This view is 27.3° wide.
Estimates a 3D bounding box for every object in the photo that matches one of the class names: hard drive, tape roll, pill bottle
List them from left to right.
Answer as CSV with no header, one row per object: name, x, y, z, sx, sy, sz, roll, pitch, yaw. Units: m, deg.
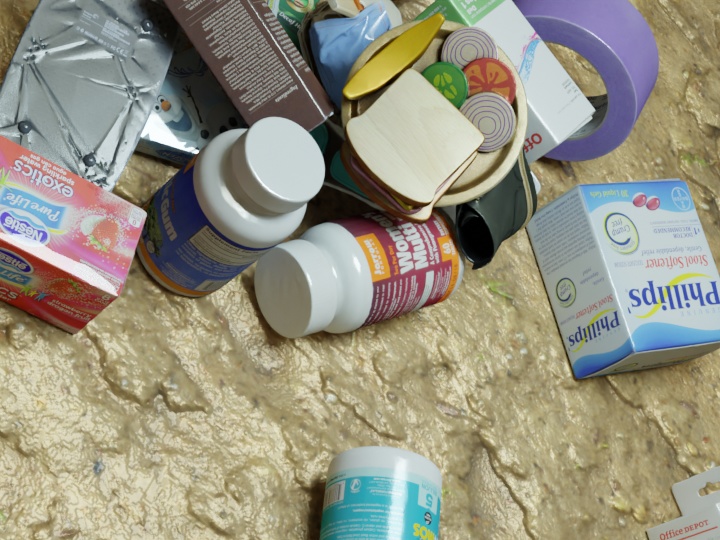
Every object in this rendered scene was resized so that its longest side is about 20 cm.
hard drive,-0.255,-0.174,1.364,0.134,0.042,0.201,27,67,-20
pill bottle,-0.118,-0.061,1.360,0.111,0.200,0.113,16,59,-29
pill bottle,0.000,0.000,1.475,0.199,0.109,0.110,-16,78,-39
pill bottle,0.015,0.271,1.354,0.110,0.111,0.201,21,58,-26
tape roll,0.233,-0.228,1.692,0.200,0.200,0.085,43,50,-11

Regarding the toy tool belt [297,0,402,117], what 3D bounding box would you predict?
toy tool belt,0.013,-0.195,1.521,0.123,0.124,0.201,-53,118,-81

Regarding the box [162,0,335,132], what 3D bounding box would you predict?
box,-0.109,-0.213,1.411,0.201,0.075,0.100,55,10,-6

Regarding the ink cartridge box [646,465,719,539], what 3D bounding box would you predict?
ink cartridge box,0.382,0.316,1.589,0.067,0.116,0.201,-4,70,-36

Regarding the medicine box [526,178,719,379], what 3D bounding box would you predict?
medicine box,0.311,0.009,1.696,0.181,0.103,0.201,-5,70,-37

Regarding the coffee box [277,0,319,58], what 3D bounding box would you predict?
coffee box,-0.072,-0.293,1.608,0.123,0.044,0.200,44,50,-9

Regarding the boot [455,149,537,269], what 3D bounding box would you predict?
boot,0.117,-0.114,1.496,0.201,0.077,0.138,65,31,-15

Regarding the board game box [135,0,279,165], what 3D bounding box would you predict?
board game box,-0.188,-0.211,1.458,0.198,0.043,0.201,17,71,-25

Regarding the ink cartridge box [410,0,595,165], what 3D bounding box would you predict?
ink cartridge box,0.132,-0.200,1.600,0.200,0.145,0.084,52,50,-3

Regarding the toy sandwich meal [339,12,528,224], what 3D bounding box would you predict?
toy sandwich meal,0.068,-0.152,1.426,0.204,0.070,0.207,1,83,-4

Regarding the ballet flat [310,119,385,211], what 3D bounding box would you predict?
ballet flat,-0.023,-0.117,1.519,0.199,0.070,0.069,31,45,24

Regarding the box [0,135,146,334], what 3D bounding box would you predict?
box,-0.301,-0.039,1.287,0.199,0.100,0.096,29,54,-22

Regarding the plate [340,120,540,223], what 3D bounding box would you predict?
plate,0.087,-0.122,1.646,0.200,0.032,0.199,53,49,-2
